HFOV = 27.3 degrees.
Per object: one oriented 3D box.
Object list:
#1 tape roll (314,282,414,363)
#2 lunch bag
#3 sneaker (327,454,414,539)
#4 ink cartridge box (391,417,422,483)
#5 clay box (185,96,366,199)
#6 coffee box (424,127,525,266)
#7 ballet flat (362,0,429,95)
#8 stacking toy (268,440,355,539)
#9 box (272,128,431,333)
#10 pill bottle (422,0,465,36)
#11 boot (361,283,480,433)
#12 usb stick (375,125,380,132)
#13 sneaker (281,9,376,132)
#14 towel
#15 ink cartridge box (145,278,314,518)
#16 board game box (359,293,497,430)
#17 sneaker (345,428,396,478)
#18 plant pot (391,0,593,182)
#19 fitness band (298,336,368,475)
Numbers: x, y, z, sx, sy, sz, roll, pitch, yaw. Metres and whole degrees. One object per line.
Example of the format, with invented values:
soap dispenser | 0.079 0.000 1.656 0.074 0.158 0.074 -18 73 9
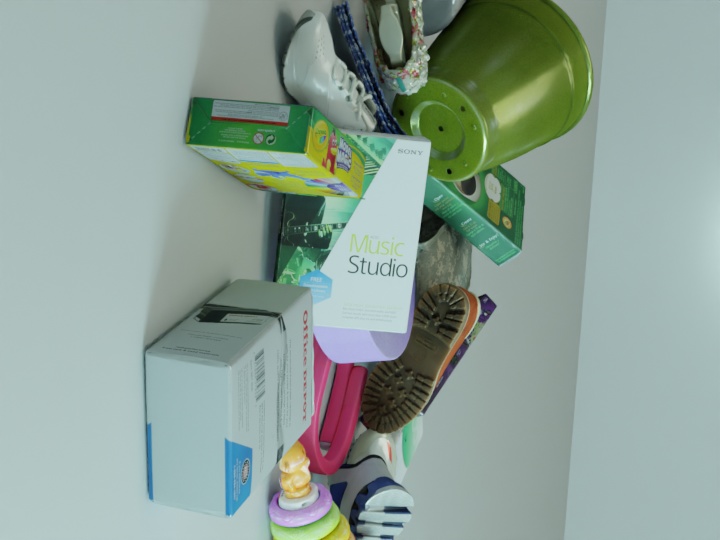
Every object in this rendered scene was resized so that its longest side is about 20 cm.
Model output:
tape roll | 0.000 0.000 1.640 0.200 0.065 0.202 -5 90 -71
lunch bag | 0.074 -0.008 1.861 0.200 0.116 0.166 -64 156 -58
sneaker | -0.005 0.291 1.730 0.201 0.080 0.116 -64 -152 28
ink cartridge box | 0.045 0.286 1.999 0.161 0.050 0.202 -60 150 -52
clay box | -0.069 -0.107 1.350 0.200 0.114 0.048 30 67 -73
coffee box | 0.119 -0.110 1.805 0.199 0.044 0.124 37 39 -26
ballet flat | 0.034 -0.291 1.619 0.064 0.075 0.202 28 46 -72
stacking toy | -0.058 0.269 1.588 0.116 0.109 0.202 -65 145 -61
box | -0.011 -0.042 1.502 0.036 0.143 0.202 -134 -130 -75
pill bottle | 0.088 -0.368 1.771 0.200 0.113 0.115 -59 151 -54
boot | 0.078 0.106 1.762 0.201 0.075 0.107 -57 165 12
usb stick | 0.009 -0.155 1.728 0.200 0.032 0.056 49 49 -67
sneaker | -0.025 -0.179 1.513 0.201 0.086 0.075 77 32 -44
towel | 0.023 -0.179 1.616 0.145 0.024 0.201 66 3 -60
ink cartridge box | -0.113 0.108 1.336 0.200 0.083 0.146 -43 138 -64
board game box | 0.087 0.118 1.895 0.120 0.032 0.200 -33 -164 54
sneaker | 0.021 0.288 1.810 0.070 0.093 0.202 25 69 -28
plant pot | 0.138 -0.202 1.717 0.193 0.199 0.202 -40 137 -43
fitness band | -0.035 0.133 1.699 0.144 0.037 0.202 61 38 -59
